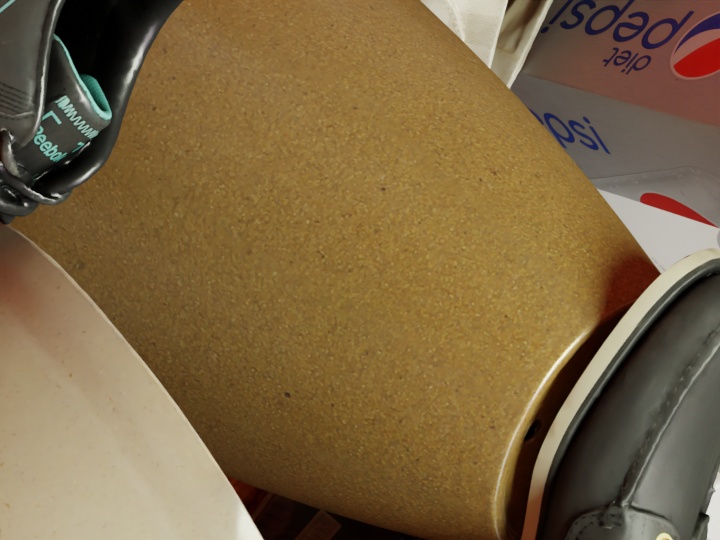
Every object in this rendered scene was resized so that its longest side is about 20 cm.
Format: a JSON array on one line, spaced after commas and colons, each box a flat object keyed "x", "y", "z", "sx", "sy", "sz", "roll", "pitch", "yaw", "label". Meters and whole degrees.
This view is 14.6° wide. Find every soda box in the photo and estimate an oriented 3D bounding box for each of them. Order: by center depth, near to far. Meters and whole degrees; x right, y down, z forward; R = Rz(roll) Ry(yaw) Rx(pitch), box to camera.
[{"x": 0.118, "y": -0.061, "z": 0.992, "sx": 0.063, "sy": 0.200, "sz": 0.068, "roll": -48, "pitch": 123, "yaw": -14, "label": "soda box"}]

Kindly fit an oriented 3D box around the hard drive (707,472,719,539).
[{"x": 0.070, "y": 0.049, "z": 1.030, "sx": 0.027, "sy": 0.200, "sz": 0.132, "roll": -56, "pitch": 149, "yaw": 1, "label": "hard drive"}]

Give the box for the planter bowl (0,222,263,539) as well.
[{"x": -0.116, "y": 0.104, "z": 0.818, "sx": 0.134, "sy": 0.200, "sz": 0.201, "roll": -33, "pitch": 142, "yaw": -18, "label": "planter bowl"}]

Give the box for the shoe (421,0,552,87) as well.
[{"x": 0.074, "y": -0.145, "z": 1.002, "sx": 0.200, "sy": 0.053, "sz": 0.070, "roll": -58, "pitch": 149, "yaw": 2, "label": "shoe"}]

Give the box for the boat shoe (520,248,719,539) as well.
[{"x": 0.077, "y": 0.092, "z": 0.833, "sx": 0.074, "sy": 0.063, "sz": 0.202, "roll": 9, "pitch": 108, "yaw": -54, "label": "boat shoe"}]

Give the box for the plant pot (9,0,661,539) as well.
[{"x": 0.000, "y": 0.000, "z": 0.893, "sx": 0.186, "sy": 0.200, "sz": 0.187, "roll": -33, "pitch": 140, "yaw": -33, "label": "plant pot"}]

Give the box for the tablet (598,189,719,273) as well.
[{"x": 0.135, "y": 0.002, "z": 1.082, "sx": 0.130, "sy": 0.200, "sz": 0.014, "roll": -22, "pitch": 148, "yaw": -43, "label": "tablet"}]

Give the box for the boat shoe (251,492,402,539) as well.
[{"x": -0.011, "y": 0.111, "z": 1.114, "sx": 0.202, "sy": 0.075, "sz": 0.075, "roll": -37, "pitch": 165, "yaw": -30, "label": "boat shoe"}]

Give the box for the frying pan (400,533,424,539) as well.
[{"x": 0.038, "y": 0.096, "z": 1.048, "sx": 0.115, "sy": 0.031, "sz": 0.190, "roll": -36, "pitch": 154, "yaw": -32, "label": "frying pan"}]

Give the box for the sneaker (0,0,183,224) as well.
[{"x": -0.119, "y": -0.040, "z": 0.768, "sx": 0.200, "sy": 0.079, "sz": 0.075, "roll": -54, "pitch": 150, "yaw": -1, "label": "sneaker"}]
